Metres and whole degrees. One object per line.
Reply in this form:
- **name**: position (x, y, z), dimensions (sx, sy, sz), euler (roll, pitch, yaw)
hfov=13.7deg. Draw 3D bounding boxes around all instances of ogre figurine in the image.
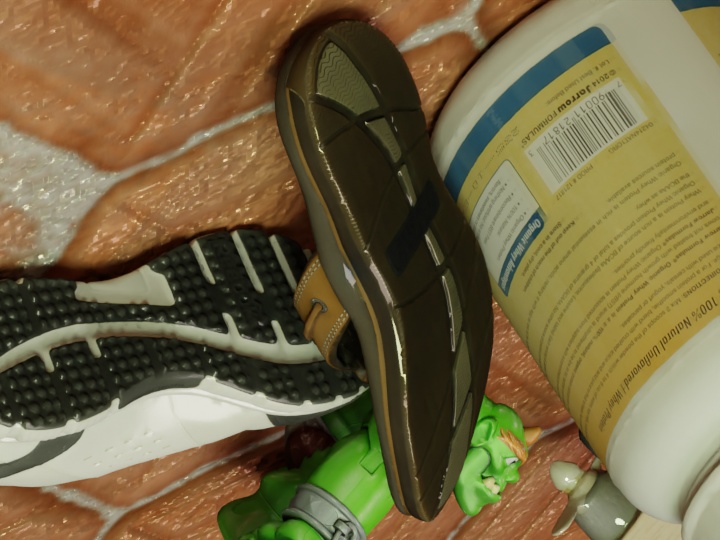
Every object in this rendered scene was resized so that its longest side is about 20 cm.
- **ogre figurine**: position (0.002, 0.073, 1.205), dimensions (0.120, 0.098, 0.200), euler (-47, 160, 6)

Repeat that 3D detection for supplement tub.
- **supplement tub**: position (0.128, 0.002, 1.110), dimensions (0.144, 0.201, 0.145), euler (-25, 153, -14)

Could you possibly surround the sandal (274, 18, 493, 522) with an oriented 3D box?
- **sandal**: position (0.000, 0.000, 1.074), dimensions (0.082, 0.054, 0.201), euler (-57, 138, -39)

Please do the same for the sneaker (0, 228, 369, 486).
- **sneaker**: position (-0.082, 0.036, 1.100), dimensions (0.199, 0.074, 0.080), euler (-4, 153, -36)

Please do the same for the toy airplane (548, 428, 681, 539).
- **toy airplane**: position (0.174, 0.058, 1.328), dimensions (0.199, 0.141, 0.200), euler (-15, 119, -5)
